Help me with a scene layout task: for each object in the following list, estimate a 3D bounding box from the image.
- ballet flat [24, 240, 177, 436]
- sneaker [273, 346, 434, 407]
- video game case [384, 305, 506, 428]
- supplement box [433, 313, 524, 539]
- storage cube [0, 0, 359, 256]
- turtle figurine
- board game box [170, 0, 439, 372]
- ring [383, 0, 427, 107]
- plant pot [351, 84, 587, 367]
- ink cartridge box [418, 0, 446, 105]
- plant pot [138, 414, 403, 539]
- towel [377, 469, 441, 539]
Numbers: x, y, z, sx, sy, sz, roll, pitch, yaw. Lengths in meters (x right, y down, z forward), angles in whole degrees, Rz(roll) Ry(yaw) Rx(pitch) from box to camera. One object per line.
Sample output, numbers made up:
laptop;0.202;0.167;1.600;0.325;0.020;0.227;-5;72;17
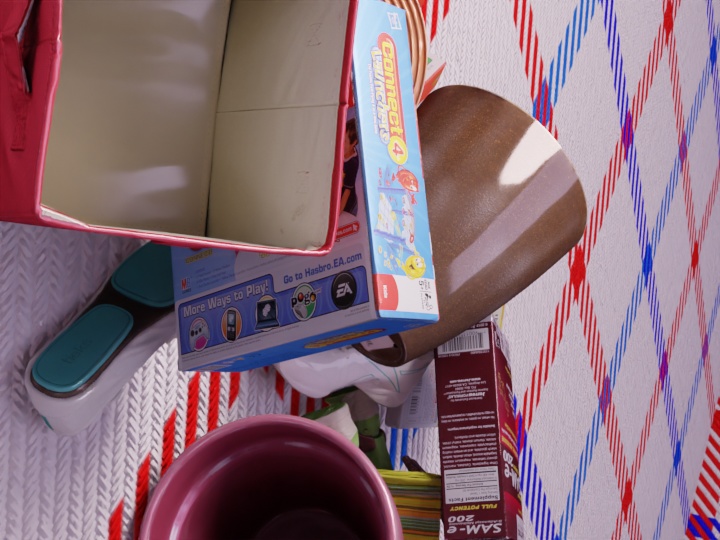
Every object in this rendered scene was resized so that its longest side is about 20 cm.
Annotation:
ballet flat;-0.160;0.040;0.780;0.200;0.068;0.070;-50;137;-42
sneaker;-0.006;0.071;1.009;0.199;0.071;0.080;12;129;-49
video game case;0.098;0.064;1.172;0.181;0.023;0.204;8;91;-53
supplement box;0.109;0.151;1.017;0.109;0.060;0.203;49;37;-65
storage cube;-0.124;-0.103;0.628;0.198;0.179;0.174;5;90;-38
turtle figurine;-0.011;0.222;1.076;0.142;0.199;0.197;-23;95;-30
board game box;-0.047;-0.047;0.717;0.055;0.198;0.199;6;74;-44
ring;-0.047;-0.165;0.837;0.019;0.197;0.204;-166;-98;-83
plant pot;0.062;-0.020;0.940;0.200;0.185;0.188;-46;137;-26
ink cartridge box;0.027;-0.152;0.995;0.109;0.050;0.201;-49;168;-49
plant pot;-0.058;0.235;0.887;0.180;0.197;0.203;71;34;-65
towel;0.028;0.277;1.001;0.018;0.084;0.204;-72;163;-77
